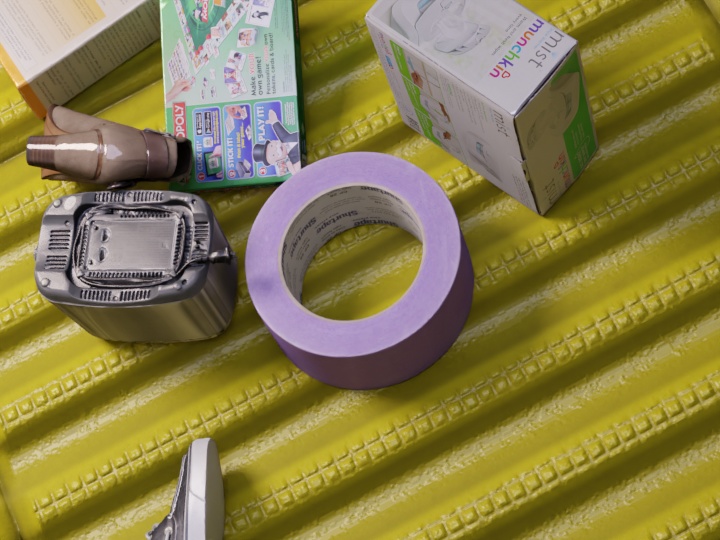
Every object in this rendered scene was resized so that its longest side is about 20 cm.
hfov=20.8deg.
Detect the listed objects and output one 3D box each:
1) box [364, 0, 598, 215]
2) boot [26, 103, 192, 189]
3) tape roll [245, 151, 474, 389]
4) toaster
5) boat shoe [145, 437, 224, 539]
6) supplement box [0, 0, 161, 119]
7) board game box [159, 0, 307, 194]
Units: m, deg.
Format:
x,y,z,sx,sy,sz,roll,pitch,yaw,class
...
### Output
x,y,z,sx,sy,sz,roll,pitch,yaw,class
0.112,-0.165,1.763,0.176,0.200,0.097,35,78,25,box
-0.230,-0.113,1.848,0.145,0.200,0.071,4,103,0,boot
0.000,0.000,1.780,0.198,0.085,0.202,-5,65,10,tape roll
-0.193,-0.001,1.797,0.198,0.129,0.115,-2,67,13,toaster
-0.160,0.245,1.719,0.067,0.072,0.202,-1,74,11,boat shoe
-0.279,-0.264,1.962,0.199,0.074,0.126,-34,65,-4,supplement box
-0.122,-0.178,1.881,0.133,0.029,0.202,-4,85,12,board game box
